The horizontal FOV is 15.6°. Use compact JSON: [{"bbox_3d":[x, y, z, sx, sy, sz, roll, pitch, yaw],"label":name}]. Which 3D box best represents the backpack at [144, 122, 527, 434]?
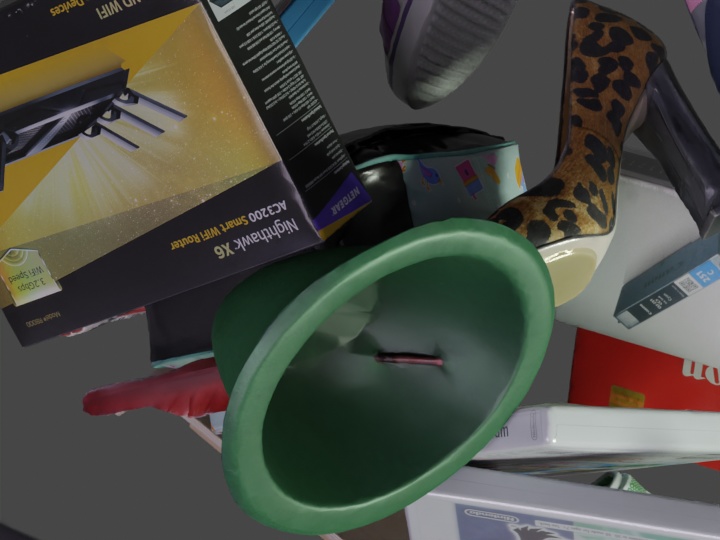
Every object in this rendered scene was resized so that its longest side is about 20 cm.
[{"bbox_3d":[0.000,0.000,1.353,0.176,0.200,0.153,-15,97,32],"label":"backpack"}]

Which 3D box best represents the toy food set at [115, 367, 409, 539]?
[{"bbox_3d":[-0.028,0.106,1.461,0.200,0.144,0.060,39,125,6],"label":"toy food set"}]

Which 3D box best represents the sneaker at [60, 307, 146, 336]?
[{"bbox_3d":[-0.123,-0.004,1.502,0.200,0.082,0.078,-1,95,47],"label":"sneaker"}]

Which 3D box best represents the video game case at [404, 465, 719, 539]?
[{"bbox_3d":[0.125,0.162,1.316,0.200,0.023,0.182,7,147,11],"label":"video game case"}]

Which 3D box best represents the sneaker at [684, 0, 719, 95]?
[{"bbox_3d":[0.174,-0.168,1.279,0.082,0.070,0.200,19,127,48],"label":"sneaker"}]

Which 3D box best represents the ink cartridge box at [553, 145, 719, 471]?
[{"bbox_3d":[0.199,0.041,1.368,0.200,0.045,0.176,16,119,21],"label":"ink cartridge box"}]

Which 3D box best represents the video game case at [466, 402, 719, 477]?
[{"bbox_3d":[0.093,0.089,1.345,0.182,0.200,0.024,-10,79,44],"label":"video game case"}]

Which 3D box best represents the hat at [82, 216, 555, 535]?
[{"bbox_3d":[-0.038,0.012,1.221,0.176,0.200,0.166,47,168,42],"label":"hat"}]

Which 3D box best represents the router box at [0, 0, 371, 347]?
[{"bbox_3d":[-0.115,-0.064,1.233,0.200,0.052,0.157,-20,104,36],"label":"router box"}]

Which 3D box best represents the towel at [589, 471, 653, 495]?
[{"bbox_3d":[0.163,0.211,1.455,0.200,0.031,0.149,43,128,-11],"label":"towel"}]

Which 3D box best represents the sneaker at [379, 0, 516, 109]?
[{"bbox_3d":[0.027,-0.188,1.347,0.114,0.073,0.200,38,133,31],"label":"sneaker"}]

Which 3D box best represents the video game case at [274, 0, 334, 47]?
[{"bbox_3d":[-0.063,-0.099,1.344,0.018,0.143,0.200,42,147,-7],"label":"video game case"}]

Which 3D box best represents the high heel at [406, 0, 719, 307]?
[{"bbox_3d":[0.081,-0.057,1.289,0.143,0.200,0.071,59,150,21],"label":"high heel"}]
